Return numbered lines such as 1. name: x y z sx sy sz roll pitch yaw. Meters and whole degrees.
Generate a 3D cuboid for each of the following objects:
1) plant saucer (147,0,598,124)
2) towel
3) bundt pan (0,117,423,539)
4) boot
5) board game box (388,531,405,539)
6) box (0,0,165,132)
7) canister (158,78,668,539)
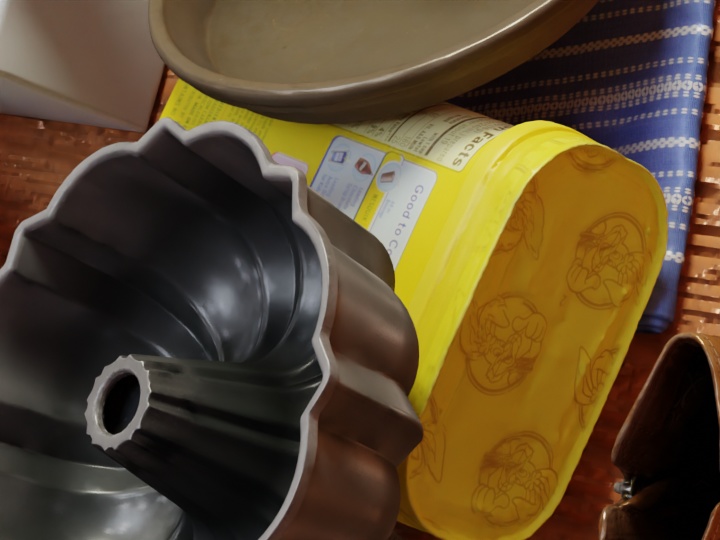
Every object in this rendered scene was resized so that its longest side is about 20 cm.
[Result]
1. plant saucer: 0.018 -0.118 1.099 0.199 0.030 0.200 -16 36 12
2. towel: 0.071 -0.068 1.121 0.144 0.024 0.201 -5 72 44
3. bundt pan: -0.056 0.054 1.002 0.202 0.076 0.203 -21 59 40
4. boot: 0.139 0.037 0.914 0.077 0.155 0.201 5 79 47
5. board game box: -0.053 0.190 1.084 0.035 0.126 0.200 36 106 4
6. box: -0.140 -0.174 1.323 0.124 0.097 0.201 10 82 47
7. canister: 0.000 0.000 1.089 0.200 0.086 0.149 24 90 46
